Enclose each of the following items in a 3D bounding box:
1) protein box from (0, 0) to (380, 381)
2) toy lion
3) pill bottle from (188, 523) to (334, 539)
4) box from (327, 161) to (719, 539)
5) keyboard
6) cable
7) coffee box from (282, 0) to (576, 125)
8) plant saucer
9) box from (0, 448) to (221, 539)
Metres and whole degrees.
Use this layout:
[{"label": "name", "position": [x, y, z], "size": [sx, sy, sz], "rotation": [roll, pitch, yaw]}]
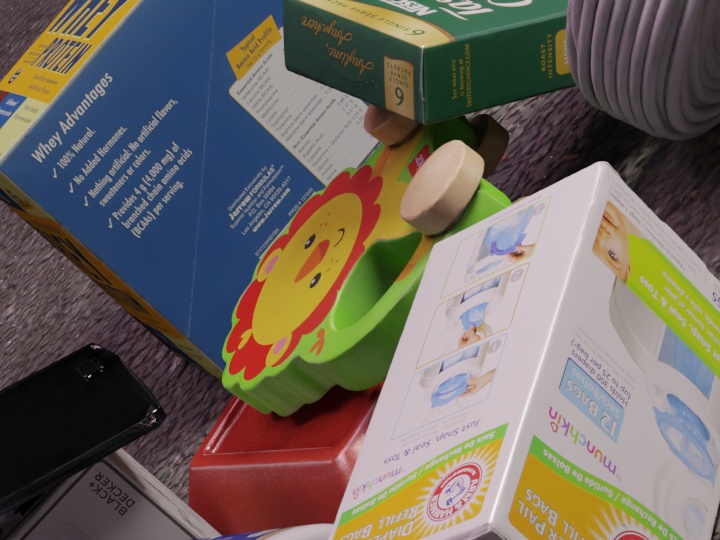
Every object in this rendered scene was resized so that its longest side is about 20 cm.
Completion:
[{"label": "protein box", "position": [-0.095, -0.074, 1.497], "size": [0.199, 0.200, 0.135], "rotation": [-50, 21, -8]}, {"label": "toy lion", "position": [0.000, 0.000, 1.293], "size": [0.192, 0.069, 0.200], "rotation": [-50, 20, 12]}, {"label": "pill bottle", "position": [-0.063, 0.175, 1.109], "size": [0.200, 0.120, 0.120], "rotation": [-16, 37, 54]}, {"label": "box", "position": [0.075, 0.074, 1.030], "size": [0.101, 0.112, 0.200], "rotation": [-27, 29, 40]}, {"label": "keyboard", "position": [-0.195, 0.103, 1.252], "size": [0.200, 0.040, 0.104], "rotation": [-27, 41, -14]}, {"label": "cable", "position": [0.167, -0.159, 1.184], "size": [0.200, 0.069, 0.200], "rotation": [-45, -28, -34]}, {"label": "coffee box", "position": [0.074, -0.126, 1.292], "size": [0.200, 0.044, 0.123], "rotation": [-16, 27, -31]}, {"label": "plant saucer", "position": [-0.001, 0.048, 1.332], "size": [0.200, 0.037, 0.200], "rotation": [-9, 43, 57]}, {"label": "box", "position": [-0.165, 0.186, 1.291], "size": [0.200, 0.117, 0.060], "rotation": [-48, 21, 0]}]
